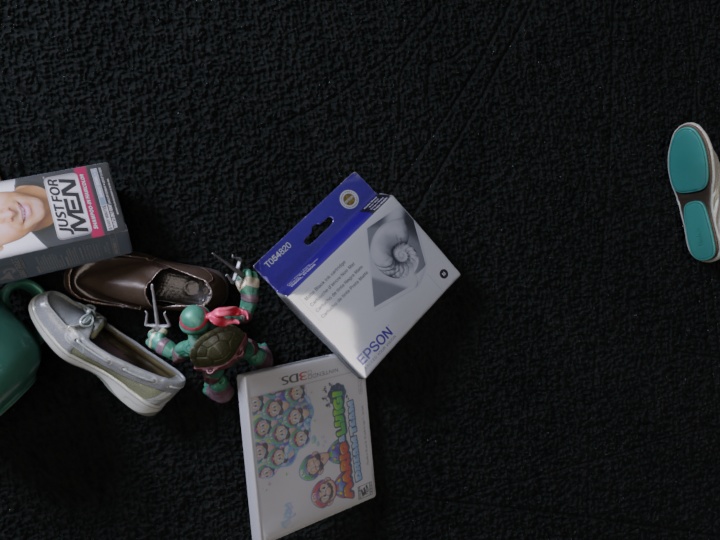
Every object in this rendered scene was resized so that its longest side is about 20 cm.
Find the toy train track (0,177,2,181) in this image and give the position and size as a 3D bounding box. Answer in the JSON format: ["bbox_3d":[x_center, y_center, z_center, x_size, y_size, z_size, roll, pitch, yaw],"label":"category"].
[{"bbox_3d":[-0.485,-0.064,0.740,0.199,0.033,0.115,-19,93,-7],"label":"toy train track"}]

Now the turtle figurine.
[{"bbox_3d":[-0.173,0.076,0.708,0.149,0.200,0.101,-21,51,-3],"label":"turtle figurine"}]

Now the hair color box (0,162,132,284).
[{"bbox_3d":[-0.380,-0.051,0.705,0.199,0.061,0.099,-16,70,-21],"label":"hair color box"}]

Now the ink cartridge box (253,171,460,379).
[{"bbox_3d":[0.000,0.000,0.788,0.200,0.041,0.200,46,73,-6],"label":"ink cartridge box"}]

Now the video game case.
[{"bbox_3d":[-0.062,0.213,0.765,0.182,0.024,0.201,-6,92,-40],"label":"video game case"}]

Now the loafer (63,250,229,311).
[{"bbox_3d":[-0.265,0.012,0.753,0.199,0.071,0.073,3,90,-8],"label":"loafer"}]

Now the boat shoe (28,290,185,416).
[{"bbox_3d":[-0.305,0.091,0.741,0.065,0.074,0.202,-43,100,12],"label":"boat shoe"}]

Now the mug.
[{"bbox_3d":[-0.431,0.103,0.690,0.185,0.152,0.115,-41,107,-9],"label":"mug"}]

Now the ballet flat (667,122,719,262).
[{"bbox_3d":[0.489,-0.113,0.871,0.069,0.069,0.201,-15,97,-8],"label":"ballet flat"}]
